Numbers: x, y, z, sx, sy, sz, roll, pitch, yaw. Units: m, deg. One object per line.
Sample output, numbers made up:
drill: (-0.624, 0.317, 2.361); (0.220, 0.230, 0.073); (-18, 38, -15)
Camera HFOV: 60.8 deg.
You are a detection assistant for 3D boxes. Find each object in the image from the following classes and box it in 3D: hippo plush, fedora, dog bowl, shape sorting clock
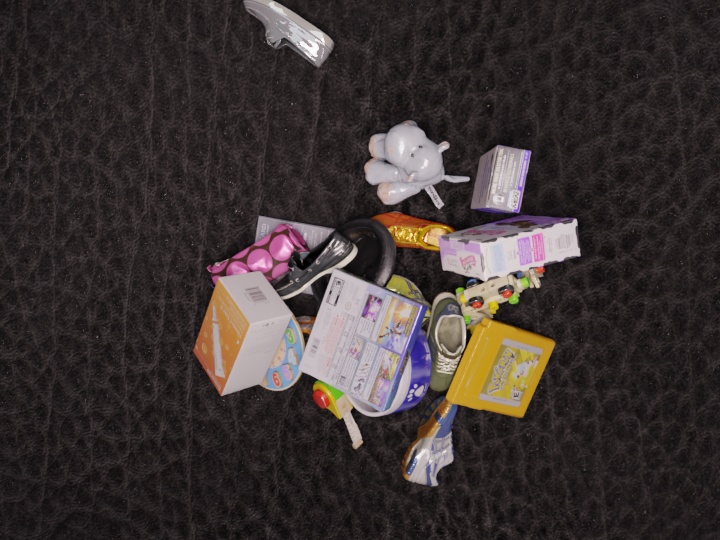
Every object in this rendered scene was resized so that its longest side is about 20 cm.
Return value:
hippo plush: (0.092, -0.193, 1.167); (0.159, 0.161, 0.200); (-44, 91, 6)
fedora: (0.000, 0.000, 1.202); (0.200, 0.091, 0.202); (-13, 66, 32)
dog bowl: (0.043, 0.176, 1.188); (0.079, 0.200, 0.201); (-1, 97, -38)
shape sorting clock: (-0.189, 0.146, 1.238); (0.199, 0.039, 0.201); (7, 101, 38)

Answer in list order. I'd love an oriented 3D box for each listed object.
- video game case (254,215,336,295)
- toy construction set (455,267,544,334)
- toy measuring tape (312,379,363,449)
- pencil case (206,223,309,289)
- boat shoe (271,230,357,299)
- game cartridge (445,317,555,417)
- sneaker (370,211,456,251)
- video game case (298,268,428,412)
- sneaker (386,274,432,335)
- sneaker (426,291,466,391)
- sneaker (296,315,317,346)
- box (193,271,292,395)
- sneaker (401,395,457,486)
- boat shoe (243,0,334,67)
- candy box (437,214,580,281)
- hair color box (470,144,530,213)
video game case: (-0.124, -0.026, 1.269); (0.199, 0.019, 0.144); (10, 96, 4)
toy construction set: (0.265, 0.048, 1.183); (0.200, 0.131, 0.092); (-37, 50, 20)
toy measuring tape: (-0.051, 0.282, 1.280); (0.073, 0.074, 0.201); (-18, 113, 5)
pencil case: (-0.202, -0.017, 1.223); (0.199, 0.091, 0.094); (-31, 96, 3)
boat shoe: (-0.103, -0.012, 1.163); (0.199, 0.075, 0.066); (-26, 120, 25)
game cartridge: (0.279, 0.195, 1.206); (0.199, 0.032, 0.177); (17, 98, -33)
sneaker: (0.099, -0.078, 1.221); (0.199, 0.077, 0.073); (4, 97, 5)
video game case: (0.003, 0.121, 1.097); (0.181, 0.045, 0.201); (23, 96, 23)
sneaker: (0.107, 0.075, 1.234); (0.200, 0.076, 0.076); (36, 98, 0)
sneaker: (0.158, 0.149, 1.155); (0.067, 0.090, 0.201); (2, 107, -6)
sneaker: (-0.074, 0.135, 1.224); (0.199, 0.078, 0.078); (-3, 114, 47)
box: (-0.229, 0.120, 1.173); (0.124, 0.097, 0.201); (48, 129, 29)
sneaker: (0.161, 0.352, 1.268); (0.088, 0.075, 0.201); (23, 103, -10)
boat shoe: (-0.151, -0.468, 1.202); (0.200, 0.070, 0.072); (30, 93, -2)
candy box: (0.269, -0.046, 1.133); (0.199, 0.168, 0.072); (-14, 102, -17)
hair color box: (0.256, -0.164, 1.139); (0.064, 0.200, 0.110); (10, 96, 3)
